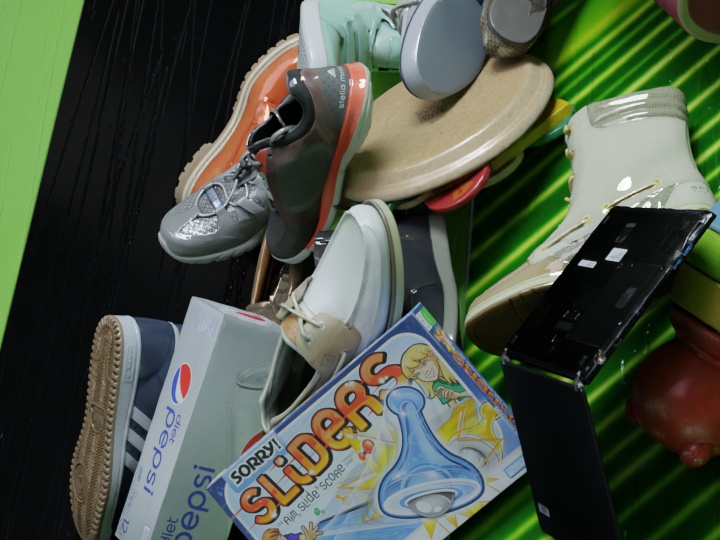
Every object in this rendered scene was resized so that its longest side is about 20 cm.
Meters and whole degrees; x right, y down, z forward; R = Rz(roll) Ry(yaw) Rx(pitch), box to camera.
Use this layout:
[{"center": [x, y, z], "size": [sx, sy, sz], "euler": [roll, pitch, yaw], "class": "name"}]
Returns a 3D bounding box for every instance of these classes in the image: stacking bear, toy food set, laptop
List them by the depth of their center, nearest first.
[{"center": [0.241, 0.025, 1.185], "size": [0.121, 0.113, 0.201], "euler": [35, 96, 41], "class": "stacking bear"}, {"center": [0.162, 0.068, 1.195], "size": [0.200, 0.103, 0.177], "euler": [-52, 11, -5], "class": "laptop"}, {"center": [0.065, -0.105, 1.501], "size": [0.199, 0.049, 0.198], "euler": [-36, 26, -13], "class": "toy food set"}]

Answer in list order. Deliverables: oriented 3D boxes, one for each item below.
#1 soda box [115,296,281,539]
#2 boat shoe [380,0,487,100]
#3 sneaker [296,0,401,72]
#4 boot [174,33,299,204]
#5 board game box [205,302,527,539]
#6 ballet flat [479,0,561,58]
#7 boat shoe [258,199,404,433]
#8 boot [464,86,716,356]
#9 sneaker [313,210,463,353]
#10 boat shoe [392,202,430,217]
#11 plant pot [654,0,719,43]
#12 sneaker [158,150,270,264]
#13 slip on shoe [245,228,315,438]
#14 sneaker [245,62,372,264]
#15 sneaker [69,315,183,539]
[{"center": [-0.121, 0.128, 1.483], "size": [0.063, 0.068, 0.201], "euler": [23, 95, 60], "class": "soda box"}, {"center": [0.056, -0.206, 1.536], "size": [0.086, 0.075, 0.203], "euler": [-15, 41, 39], "class": "boat shoe"}, {"center": [0.006, -0.188, 1.596], "size": [0.201, 0.117, 0.074], "euler": [-84, 1, -66], "class": "sneaker"}, {"center": [-0.072, -0.112, 1.689], "size": [0.201, 0.075, 0.107], "euler": [-57, 41, 4], "class": "boot"}, {"center": [0.009, 0.138, 1.330], "size": [0.200, 0.136, 0.034], "euler": [-42, 0, 16], "class": "board game box"}, {"center": [0.147, -0.237, 1.531], "size": [0.201, 0.067, 0.046], "euler": [-58, 1, -33], "class": "ballet flat"}, {"center": [-0.022, 0.043, 1.356], "size": [0.075, 0.068, 0.201], "euler": [53, 138, 48], "class": "boat shoe"}, {"center": [0.157, -0.035, 1.360], "size": [0.199, 0.072, 0.155], "euler": [-29, 42, 22], "class": "boot"}, {"center": [0.020, 0.035, 1.416], "size": [0.105, 0.075, 0.201], "euler": [-7, 36, 1], "class": "sneaker"}, {"center": [0.000, 0.000, 1.511], "size": [0.073, 0.062, 0.201], "euler": [-5, 57, 47], "class": "boat shoe"}, {"center": [0.247, -0.270, 1.374], "size": [0.200, 0.200, 0.180], "euler": [-37, 54, 20], "class": "plant pot"}, {"center": [-0.086, -0.082, 1.593], "size": [0.199, 0.082, 0.075], "euler": [-33, 52, -9], "class": "sneaker"}, {"center": [-0.069, 0.047, 1.549], "size": [0.076, 0.060, 0.201], "euler": [-8, 55, 44], "class": "slip on shoe"}, {"center": [-0.054, -0.088, 1.474], "size": [0.077, 0.081, 0.201], "euler": [-101, 25, -42], "class": "sneaker"}, {"center": [-0.176, 0.135, 1.600], "size": [0.070, 0.108, 0.202], "euler": [30, 114, 52], "class": "sneaker"}]
